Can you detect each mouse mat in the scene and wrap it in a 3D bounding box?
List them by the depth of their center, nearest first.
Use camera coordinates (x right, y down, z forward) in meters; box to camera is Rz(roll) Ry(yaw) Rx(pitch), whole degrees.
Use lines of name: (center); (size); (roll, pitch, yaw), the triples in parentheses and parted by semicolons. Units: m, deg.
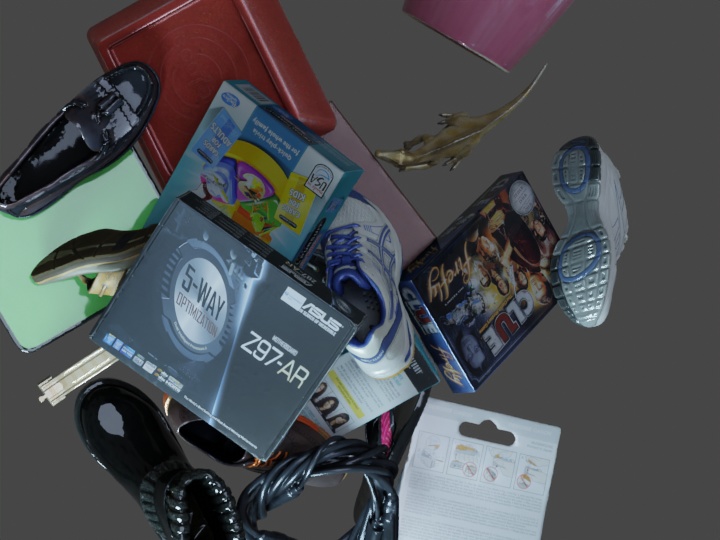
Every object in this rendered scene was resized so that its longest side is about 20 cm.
mouse mat: (-0.286, -0.032, 1.653); (0.200, 0.008, 0.161); (-30, 95, -12)

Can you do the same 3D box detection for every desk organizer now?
desk organizer: (-0.007, -0.067, 1.689); (0.077, 0.072, 0.200); (-40, 97, -14)

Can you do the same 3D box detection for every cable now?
cable: (-0.042, 0.225, 1.605); (0.163, 0.200, 0.051); (-6, 47, -3)

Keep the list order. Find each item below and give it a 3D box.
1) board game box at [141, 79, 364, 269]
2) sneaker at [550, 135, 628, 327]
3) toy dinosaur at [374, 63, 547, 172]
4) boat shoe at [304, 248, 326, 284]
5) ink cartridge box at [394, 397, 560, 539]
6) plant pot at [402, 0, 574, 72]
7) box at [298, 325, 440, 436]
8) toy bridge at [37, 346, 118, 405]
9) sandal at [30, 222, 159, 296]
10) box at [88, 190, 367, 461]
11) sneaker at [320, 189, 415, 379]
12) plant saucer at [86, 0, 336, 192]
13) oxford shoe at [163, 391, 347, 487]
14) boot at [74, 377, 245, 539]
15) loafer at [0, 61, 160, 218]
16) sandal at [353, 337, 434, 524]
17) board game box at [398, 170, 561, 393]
board game box: (-0.110, -0.055, 1.580); (0.151, 0.047, 0.200); (38, 110, 17)
sneaker: (0.247, -0.036, 1.726); (0.087, 0.074, 0.201); (23, 66, -46)
toy dinosaur: (0.104, -0.138, 1.701); (0.200, 0.101, 0.058); (-28, 95, -14)
boat shoe: (-0.063, 0.014, 1.652); (0.200, 0.072, 0.071); (24, 39, 5)
ink cartridge box: (0.110, 0.245, 1.722); (0.162, 0.057, 0.201); (14, 76, -12)
plant pot: (0.140, -0.307, 1.681); (0.200, 0.200, 0.179); (29, 97, -11)
box: (-0.029, 0.116, 1.642); (0.200, 0.049, 0.082); (-29, 118, 7)
toy bridge: (-0.230, 0.068, 1.632); (0.200, 0.067, 0.027); (-36, 96, -13)
sandal: (-0.227, -0.006, 1.584); (0.199, 0.080, 0.054); (-9, 112, 23)
box: (-0.120, 0.050, 1.507); (0.200, 0.044, 0.160); (36, 106, 2)
sneaker: (0.000, 0.000, 1.573); (0.075, 0.088, 0.200); (-24, 63, 11)
plant saucer: (-0.152, -0.185, 1.622); (0.200, 0.037, 0.200); (-25, 94, 20)
oxford shoe: (-0.097, 0.170, 1.589); (0.200, 0.073, 0.071); (23, 112, -21)
boot: (-0.189, 0.193, 1.589); (0.079, 0.158, 0.211); (-39, 97, -11)
loafer: (-0.271, -0.122, 1.599); (0.200, 0.063, 0.072); (-42, 91, 6)
sandal: (0.025, 0.159, 1.687); (0.045, 0.075, 0.200); (23, 86, -10)
board game box: (0.129, 0.010, 1.685); (0.200, 0.035, 0.136); (-44, 112, -35)
